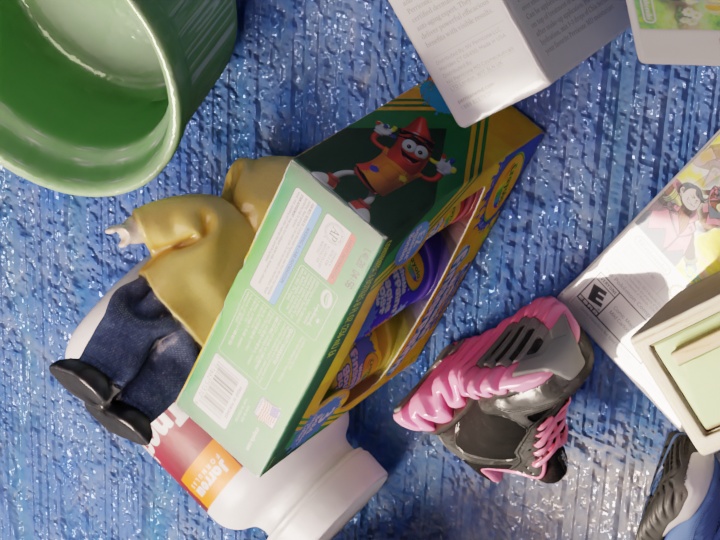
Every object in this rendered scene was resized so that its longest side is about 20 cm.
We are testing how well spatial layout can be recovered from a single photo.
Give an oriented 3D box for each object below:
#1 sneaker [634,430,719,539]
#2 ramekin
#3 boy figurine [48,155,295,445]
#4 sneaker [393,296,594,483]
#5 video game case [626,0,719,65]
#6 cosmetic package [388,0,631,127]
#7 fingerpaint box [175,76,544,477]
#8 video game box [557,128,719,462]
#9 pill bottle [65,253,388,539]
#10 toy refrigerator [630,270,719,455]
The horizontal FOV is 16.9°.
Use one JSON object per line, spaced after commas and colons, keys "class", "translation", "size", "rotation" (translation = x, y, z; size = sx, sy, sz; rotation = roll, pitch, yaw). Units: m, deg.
{"class": "sneaker", "translation": [0.196, 0.154, 1.363], "size": [0.077, 0.076, 0.200], "rotation": [15, 153, 16]}
{"class": "ramekin", "translation": [-0.170, -0.153, 1.445], "size": [0.199, 0.098, 0.201], "rotation": [19, 136, 19]}
{"class": "boy figurine", "translation": [-0.099, 0.002, 1.444], "size": [0.124, 0.200, 0.064], "rotation": [44, 163, -27]}
{"class": "sneaker", "translation": [0.095, 0.079, 1.396], "size": [0.095, 0.079, 0.200], "rotation": [48, 159, -5]}
{"class": "video game case", "translation": [0.207, -0.167, 1.152], "size": [0.181, 0.022, 0.200], "rotation": [4, 144, 19]}
{"class": "cosmetic package", "translation": [0.052, -0.190, 1.284], "size": [0.071, 0.101, 0.201], "rotation": [-24, 98, 42]}
{"class": "fingerpaint box", "translation": [0.000, 0.000, 1.380], "size": [0.073, 0.167, 0.201], "rotation": [40, 130, 14]}
{"class": "video game box", "translation": [0.230, 0.028, 1.309], "size": [0.200, 0.047, 0.182], "rotation": [47, 134, 6]}
{"class": "pill bottle", "translation": [-0.081, 0.087, 1.522], "size": [0.200, 0.113, 0.113], "rotation": [45, 132, 8]}
{"class": "toy refrigerator", "translation": [0.239, 0.019, 1.222], "size": [0.200, 0.070, 0.076], "rotation": [-29, 95, 41]}
